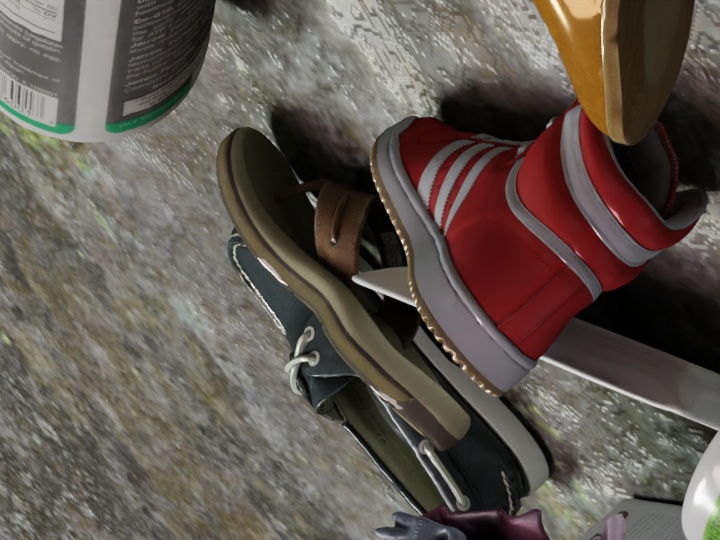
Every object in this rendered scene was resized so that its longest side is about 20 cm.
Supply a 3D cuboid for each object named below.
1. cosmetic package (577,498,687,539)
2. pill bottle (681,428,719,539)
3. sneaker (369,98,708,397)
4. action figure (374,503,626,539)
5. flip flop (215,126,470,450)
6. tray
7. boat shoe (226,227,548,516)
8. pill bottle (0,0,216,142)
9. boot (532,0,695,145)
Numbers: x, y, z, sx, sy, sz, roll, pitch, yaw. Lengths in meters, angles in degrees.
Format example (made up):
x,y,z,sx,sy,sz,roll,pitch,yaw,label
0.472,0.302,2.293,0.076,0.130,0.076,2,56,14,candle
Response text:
x,y,z,sx,sy,sz,roll,pitch,yaw,label
0.171,0.164,1.212,0.102,0.074,0.200,57,157,-17,cosmetic package
0.222,0.111,0.989,0.200,0.111,0.111,39,155,23,pill bottle
0.069,-0.035,1.105,0.071,0.112,0.200,45,-168,-23,sneaker
0.087,0.179,1.218,0.149,0.134,0.200,-19,127,21,action figure
0.000,0.000,1.268,0.081,0.058,0.200,36,-168,-46,flip flop
0.096,0.034,1.162,0.107,0.022,0.200,23,180,-43,tray
0.001,0.049,1.349,0.200,0.060,0.076,42,156,16,boat shoe
-0.111,-0.146,1.180,0.113,0.113,0.200,44,156,12,pill bottle
0.035,-0.141,0.943,0.144,0.071,0.201,11,128,27,boot
